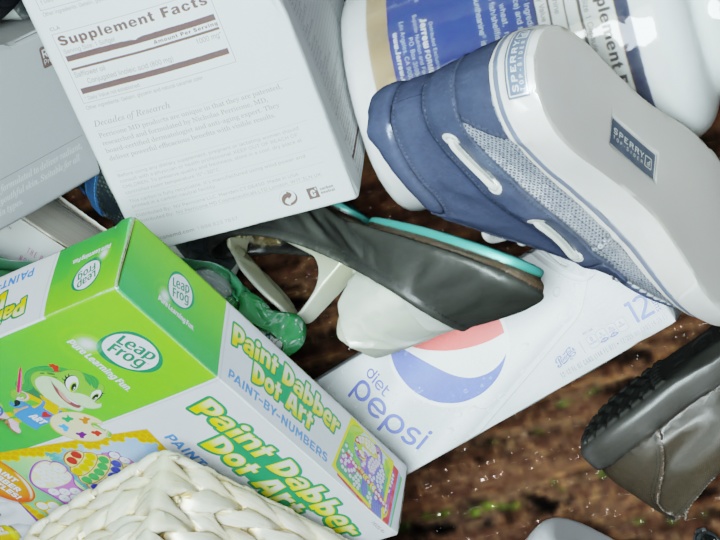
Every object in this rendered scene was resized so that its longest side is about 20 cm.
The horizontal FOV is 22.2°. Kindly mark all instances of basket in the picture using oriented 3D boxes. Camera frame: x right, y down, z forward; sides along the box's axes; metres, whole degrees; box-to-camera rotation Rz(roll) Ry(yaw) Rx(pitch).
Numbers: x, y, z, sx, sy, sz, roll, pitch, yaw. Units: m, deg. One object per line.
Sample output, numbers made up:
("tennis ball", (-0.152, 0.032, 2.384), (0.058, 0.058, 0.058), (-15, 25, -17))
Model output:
("basket", (-0.060, 0.186, 0.829), (0.199, 0.124, 0.135), (32, 137, -29))

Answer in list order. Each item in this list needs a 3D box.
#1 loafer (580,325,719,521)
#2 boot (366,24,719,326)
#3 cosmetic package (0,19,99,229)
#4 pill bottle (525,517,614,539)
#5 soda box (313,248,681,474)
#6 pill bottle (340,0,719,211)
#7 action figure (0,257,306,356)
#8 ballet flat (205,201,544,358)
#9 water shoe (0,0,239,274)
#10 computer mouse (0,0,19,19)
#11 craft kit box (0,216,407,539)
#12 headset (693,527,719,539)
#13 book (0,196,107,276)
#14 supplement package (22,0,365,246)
("loafer", (0.198, 0.047, 0.862), (0.200, 0.073, 0.072), (-38, 94, 22))
("boot", (0.093, -0.034, 0.798), (0.090, 0.200, 0.073), (-13, 51, 38))
("cosmetic package", (-0.238, -0.069, 0.903), (0.199, 0.107, 0.091), (8, 119, 36))
("pill bottle", (0.074, 0.230, 0.888), (0.114, 0.114, 0.201), (38, 104, 8))
("soda box", (0.058, 0.042, 0.895), (0.199, 0.068, 0.064), (-31, 88, 17))
("pill bottle", (0.100, -0.103, 0.844), (0.198, 0.111, 0.112), (-14, 93, 16))
("action figure", (-0.117, 0.033, 0.876), (0.198, 0.055, 0.119), (-5, 119, 22))
("ballet flat", (0.000, 0.000, 0.860), (0.199, 0.068, 0.069), (24, 90, 41))
("water shoe", (-0.133, -0.070, 0.944), (0.079, 0.071, 0.201), (-32, 92, 46))
("computer mouse", (-0.181, -0.172, 0.891), (0.137, 0.201, 0.053), (8, 139, 14))
("craft kit box", (-0.113, 0.079, 0.844), (0.196, 0.049, 0.200), (-24, 130, 30))
("headset", (0.231, 0.096, 0.838), (0.094, 0.123, 0.201), (52, 126, 29))
("book", (-0.170, 0.073, 0.958), (0.133, 0.048, 0.201), (34, 113, 8))
("supplement package", (-0.078, -0.130, 0.814), (0.109, 0.114, 0.201), (-14, 121, 14))
